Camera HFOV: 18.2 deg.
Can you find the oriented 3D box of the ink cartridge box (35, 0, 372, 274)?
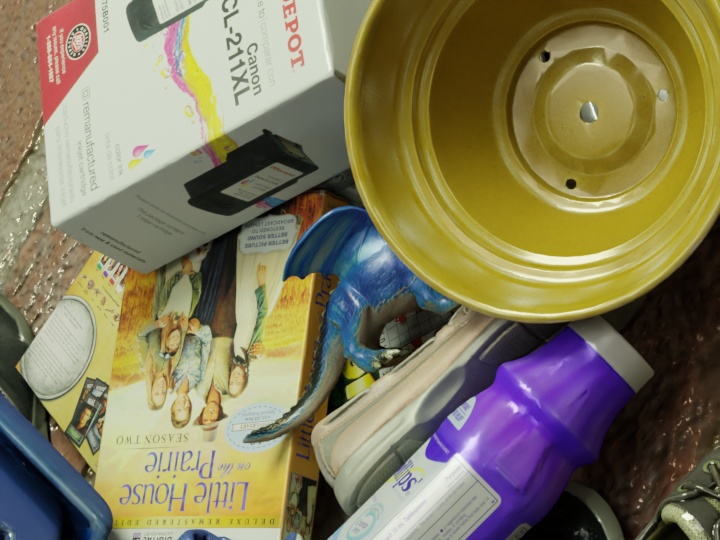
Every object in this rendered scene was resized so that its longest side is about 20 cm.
[{"bbox_3d":[-0.076,-0.110,1.245,0.200,0.083,0.146,-27,55,28],"label":"ink cartridge box"}]

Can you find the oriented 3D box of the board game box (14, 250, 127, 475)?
[{"bbox_3d":[-0.116,0.063,1.334,0.136,0.035,0.200,-54,46,11],"label":"board game box"}]

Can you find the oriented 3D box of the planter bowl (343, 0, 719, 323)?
[{"bbox_3d":[0.099,-0.077,1.086,0.200,0.083,0.201,1,93,25],"label":"planter bowl"}]

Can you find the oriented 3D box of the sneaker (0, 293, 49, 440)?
[{"bbox_3d":[-0.255,0.079,1.399,0.076,0.114,0.200,-33,52,26],"label":"sneaker"}]

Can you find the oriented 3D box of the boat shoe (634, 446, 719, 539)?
[{"bbox_3d":[0.167,0.125,1.033,0.201,0.066,0.072,-55,46,10],"label":"boat shoe"}]

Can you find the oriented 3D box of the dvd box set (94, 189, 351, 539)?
[{"bbox_3d":[-0.080,0.059,1.256,0.146,0.029,0.200,-5,71,38],"label":"dvd box set"}]

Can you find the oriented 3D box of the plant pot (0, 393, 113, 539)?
[{"bbox_3d":[-0.264,0.155,1.226,0.200,0.180,0.200,44,129,10],"label":"plant pot"}]

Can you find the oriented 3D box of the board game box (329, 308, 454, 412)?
[{"bbox_3d":[0.029,0.061,1.215,0.105,0.023,0.200,-33,53,30],"label":"board game box"}]

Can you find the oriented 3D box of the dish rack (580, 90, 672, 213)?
[{"bbox_3d":[0.182,-0.136,1.144,0.172,0.044,0.200,-36,53,27],"label":"dish rack"}]

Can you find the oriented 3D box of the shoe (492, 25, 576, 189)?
[{"bbox_3d":[0.082,-0.108,1.176,0.053,0.070,0.200,-12,92,15],"label":"shoe"}]

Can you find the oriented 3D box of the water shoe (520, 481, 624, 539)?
[{"bbox_3d":[0.070,0.195,1.082,0.071,0.079,0.200,10,80,43],"label":"water shoe"}]

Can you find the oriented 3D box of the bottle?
[{"bbox_3d":[0.056,0.104,1.087,0.200,0.065,0.084,-45,5,1],"label":"bottle"}]

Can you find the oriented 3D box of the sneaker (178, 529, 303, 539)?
[{"bbox_3d":[-0.089,0.180,1.192,0.200,0.075,0.088,-11,89,39],"label":"sneaker"}]

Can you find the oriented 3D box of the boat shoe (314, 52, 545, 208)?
[{"bbox_3d":[0.045,-0.120,1.246,0.202,0.065,0.074,-54,47,11],"label":"boat shoe"}]

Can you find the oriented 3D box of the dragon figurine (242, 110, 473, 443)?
[{"bbox_3d":[0.000,0.000,1.178,0.200,0.059,0.099,-41,81,18],"label":"dragon figurine"}]

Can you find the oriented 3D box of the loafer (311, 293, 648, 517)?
[{"bbox_3d":[0.056,0.042,1.144,0.200,0.072,0.063,-41,49,3],"label":"loafer"}]
